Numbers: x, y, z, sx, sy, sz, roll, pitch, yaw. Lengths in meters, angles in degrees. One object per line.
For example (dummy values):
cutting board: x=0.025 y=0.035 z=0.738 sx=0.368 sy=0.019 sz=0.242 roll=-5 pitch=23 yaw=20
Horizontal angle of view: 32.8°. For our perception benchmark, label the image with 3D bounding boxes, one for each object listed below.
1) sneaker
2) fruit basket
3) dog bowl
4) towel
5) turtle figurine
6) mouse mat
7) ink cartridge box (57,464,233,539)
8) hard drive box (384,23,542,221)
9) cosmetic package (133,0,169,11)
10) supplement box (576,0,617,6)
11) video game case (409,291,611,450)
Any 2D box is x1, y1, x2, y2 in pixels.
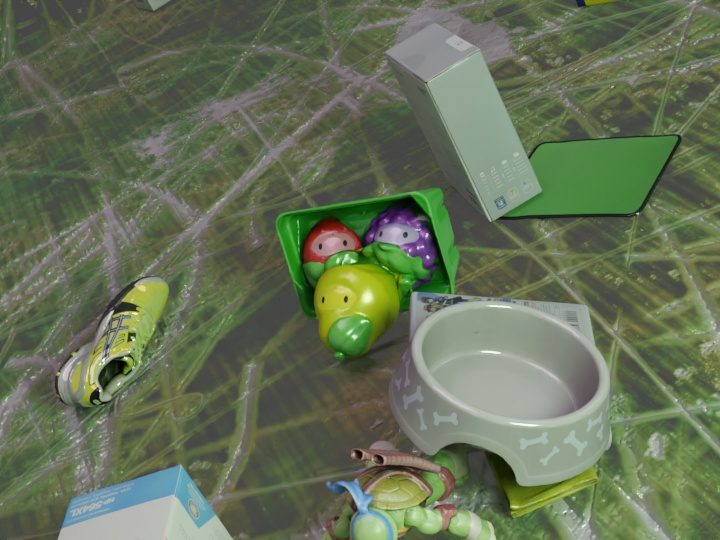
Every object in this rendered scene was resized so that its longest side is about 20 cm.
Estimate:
sneaker: x=-0.292 y=0.094 z=1.528 sx=0.076 sy=0.075 sz=0.200 roll=11 pitch=57 yaw=36
fruit basket: x=0.000 y=0.000 z=1.380 sx=0.215 sy=0.156 sz=0.216 roll=-15 pitch=15 yaw=4
dog bowl: x=0.127 y=0.099 z=1.076 sx=0.199 sy=0.059 sz=0.200 roll=6 pitch=33 yaw=-4
towel: x=0.152 y=0.147 z=1.150 sx=0.086 sy=0.018 sz=0.200 roll=-25 pitch=31 yaw=4
turtle figurine: x=0.039 y=0.232 z=1.054 sx=0.144 sy=0.200 sz=0.194 roll=-40 pitch=5 yaw=21
mouse mat: x=0.269 y=-0.112 z=1.462 sx=0.199 sy=0.008 sz=0.161 roll=0 pitch=40 yaw=39
ink cartridge box: x=-0.198 y=0.299 z=1.078 sx=0.125 sy=0.129 sz=0.200 roll=-17 pitch=31 yaw=16
hard drive box: x=0.123 y=-0.180 z=1.479 sx=0.077 sy=0.200 sz=0.156 roll=-31 pitch=29 yaw=-3
cosmetic package: x=-0.423 y=-0.671 z=2.759 sx=0.200 sy=0.081 sz=0.113 roll=-39 pitch=31 yaw=-18
supplement box: x=0.411 y=-0.473 z=1.799 sx=0.199 sy=0.109 sz=0.110 roll=-1 pitch=39 yaw=36
video game case: x=0.137 y=0.091 z=1.168 sx=0.182 sy=0.022 sz=0.200 roll=4 pitch=35 yaw=0
